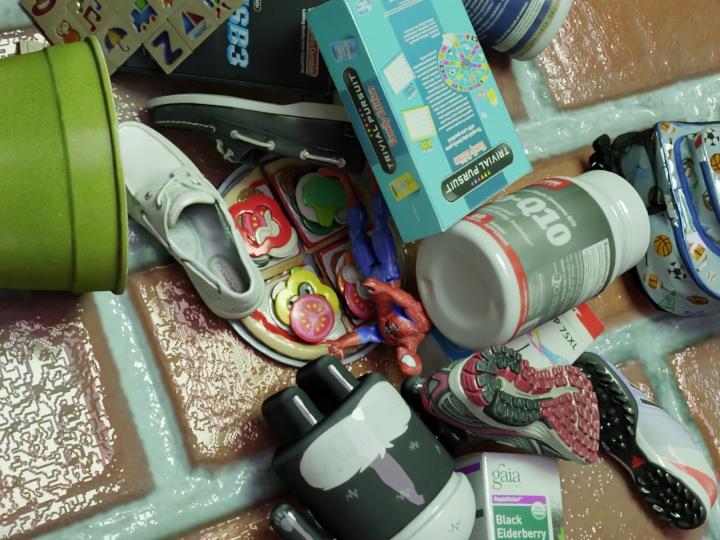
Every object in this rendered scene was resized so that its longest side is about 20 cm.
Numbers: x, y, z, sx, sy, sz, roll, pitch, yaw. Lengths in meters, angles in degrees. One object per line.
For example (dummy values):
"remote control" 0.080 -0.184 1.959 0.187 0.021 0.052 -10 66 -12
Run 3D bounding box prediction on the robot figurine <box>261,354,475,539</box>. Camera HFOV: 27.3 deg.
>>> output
"robot figurine" 0.006 0.166 1.226 0.200 0.150 0.125 50 15 -3

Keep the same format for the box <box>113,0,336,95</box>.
"box" -0.108 -0.257 1.232 0.197 0.202 0.050 9 21 14

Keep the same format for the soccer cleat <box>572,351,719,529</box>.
"soccer cleat" 0.267 0.151 1.403 0.200 0.068 0.073 51 42 -4

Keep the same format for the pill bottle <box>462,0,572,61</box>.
"pill bottle" 0.100 -0.292 1.431 0.199 0.111 0.112 24 64 -18

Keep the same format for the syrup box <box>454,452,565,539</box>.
"syrup box" 0.126 0.261 1.277 0.078 0.081 0.202 6 72 -27

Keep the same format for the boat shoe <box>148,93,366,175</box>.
"boat shoe" -0.088 -0.117 1.268 0.198 0.074 0.061 5 95 10

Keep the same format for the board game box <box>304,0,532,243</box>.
"board game box" 0.051 -0.144 1.221 0.151 0.047 0.201 -33 103 -48

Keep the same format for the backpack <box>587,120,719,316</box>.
"backpack" 0.347 -0.053 1.464 0.199 0.154 0.192 -4 86 -31

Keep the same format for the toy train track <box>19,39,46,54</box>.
"toy train track" -0.308 -0.147 1.219 0.198 0.033 0.116 4 72 -25

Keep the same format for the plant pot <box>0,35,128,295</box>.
"plant pot" -0.288 -0.070 1.125 0.191 0.200 0.202 -7 76 -17

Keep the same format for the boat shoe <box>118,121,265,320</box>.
"boat shoe" -0.146 -0.052 1.236 0.071 0.069 0.200 -39 83 -15

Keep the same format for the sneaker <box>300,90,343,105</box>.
"sneaker" 0.009 -0.231 1.317 0.145 0.077 0.204 -11 100 -25

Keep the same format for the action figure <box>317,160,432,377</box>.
"action figure" 0.000 0.000 1.270 0.099 0.065 0.201 -13 80 -48

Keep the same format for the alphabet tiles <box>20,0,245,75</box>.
"alphabet tiles" -0.191 -0.248 1.230 0.167 0.200 0.008 50 28 -3

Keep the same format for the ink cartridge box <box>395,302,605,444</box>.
"ink cartridge box" 0.141 0.051 1.364 0.116 0.067 0.200 51 58 -4

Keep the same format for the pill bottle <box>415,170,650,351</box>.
"pill bottle" 0.153 -0.015 1.281 0.199 0.114 0.115 -24 85 -38

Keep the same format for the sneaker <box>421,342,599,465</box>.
"sneaker" 0.136 0.114 1.259 0.199 0.074 0.081 28 55 -40

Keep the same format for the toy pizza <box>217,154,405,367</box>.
"toy pizza" -0.044 -0.013 1.310 0.199 0.032 0.202 9 69 -24
